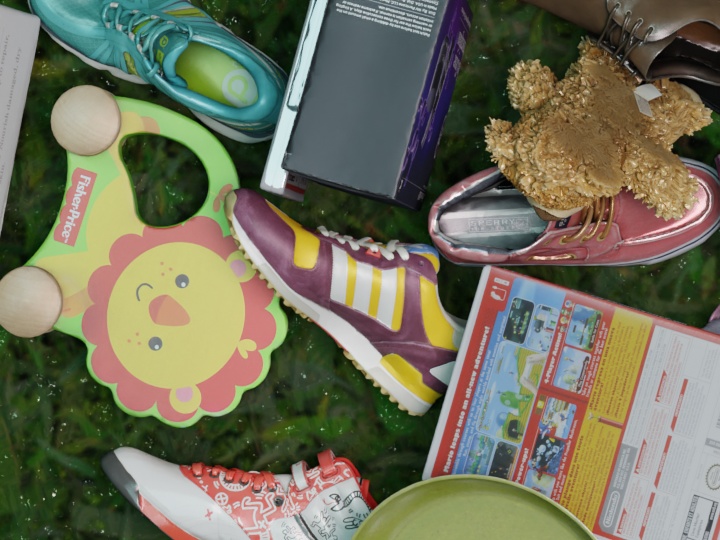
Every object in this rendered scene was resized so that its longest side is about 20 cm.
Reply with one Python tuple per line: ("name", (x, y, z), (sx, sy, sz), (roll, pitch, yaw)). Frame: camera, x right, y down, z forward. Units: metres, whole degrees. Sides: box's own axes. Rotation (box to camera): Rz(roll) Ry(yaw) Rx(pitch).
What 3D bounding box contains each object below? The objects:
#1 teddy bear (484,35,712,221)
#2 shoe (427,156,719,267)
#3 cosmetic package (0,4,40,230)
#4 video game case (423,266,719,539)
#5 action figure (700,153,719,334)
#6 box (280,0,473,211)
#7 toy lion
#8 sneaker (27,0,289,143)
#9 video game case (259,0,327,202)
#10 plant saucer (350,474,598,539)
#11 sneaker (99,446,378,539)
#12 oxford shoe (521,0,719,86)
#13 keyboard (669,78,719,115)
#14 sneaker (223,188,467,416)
("teddy bear", (0.150, -0.086, 1.604), (0.144, 0.200, 0.067), (30, 127, -7))
("shoe", (0.141, -0.036, 1.640), (0.198, 0.091, 0.072), (-6, 89, 6))
("cosmetic package", (-0.332, -0.110, 1.621), (0.166, 0.200, 0.168), (12, 90, 20))
("video game case", (0.147, 0.093, 1.561), (0.199, 0.017, 0.144), (17, 92, 24))
("action figure", (0.272, 0.009, 1.610), (0.133, 0.149, 0.202), (4, 93, 20))
("box", (0.014, -0.116, 1.600), (0.078, 0.200, 0.142), (18, 91, 6))
("toy lion", (-0.134, -0.004, 1.688), (0.190, 0.069, 0.201), (17, 90, -1))
("sneaker", (-0.130, -0.153, 1.676), (0.199, 0.080, 0.078), (28, 92, 6))
("video game case", (-0.025, -0.145, 1.633), (0.017, 0.143, 0.201), (16, 90, 4))
("plant saucer", (0.080, 0.218, 1.562), (0.199, 0.031, 0.202), (5, 105, 21))
("sneaker", (-0.066, 0.150, 1.672), (0.201, 0.067, 0.108), (37, 92, 2))
("oxford shoe", (0.168, -0.167, 1.594), (0.199, 0.073, 0.085), (15, 51, 0))
("keyboard", (0.198, -0.192, 1.674), (0.199, 0.040, 0.104), (34, 116, 4))
("sneaker", (0.000, 0.000, 1.646), (0.090, 0.075, 0.200), (-44, 109, 9))
